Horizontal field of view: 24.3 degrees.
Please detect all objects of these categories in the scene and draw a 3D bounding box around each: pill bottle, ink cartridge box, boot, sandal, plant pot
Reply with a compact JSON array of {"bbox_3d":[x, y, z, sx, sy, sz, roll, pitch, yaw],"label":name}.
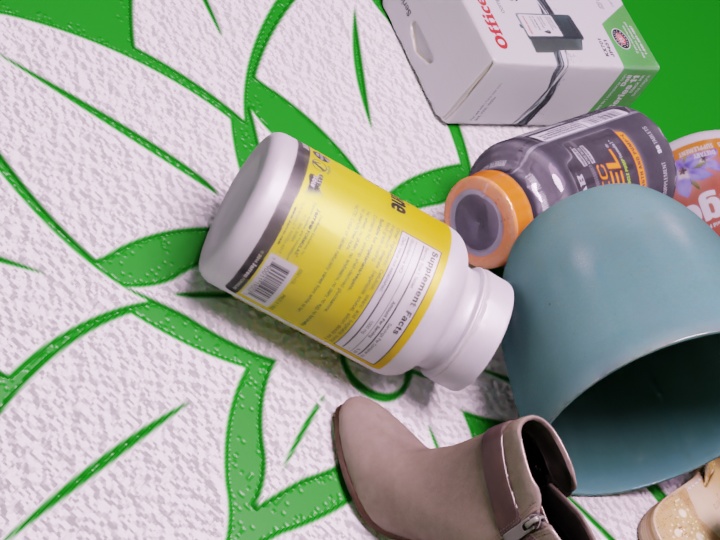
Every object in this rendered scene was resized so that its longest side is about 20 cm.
[{"bbox_3d":[0.301,-0.005,1.364,0.111,0.112,0.202,9,51,-31],"label":"pill bottle"},{"bbox_3d":[0.136,-0.204,1.427,0.198,0.083,0.148,-4,58,-38],"label":"ink cartridge box"},{"bbox_3d":[0.069,0.134,1.050,0.070,0.146,0.201,-15,66,-41],"label":"boot"},{"bbox_3d":[0.152,-0.059,1.303,0.199,0.106,0.107,-21,70,-44],"label":"pill bottle"},{"bbox_3d":[0.287,0.153,1.254,0.078,0.070,0.211,49,42,8],"label":"sandal"},{"bbox_3d":[0.000,0.000,1.135,0.199,0.113,0.113,29,43,-15],"label":"pill bottle"},{"bbox_3d":[0.189,0.038,1.188,0.199,0.201,0.162,6,48,-33],"label":"plant pot"}]
